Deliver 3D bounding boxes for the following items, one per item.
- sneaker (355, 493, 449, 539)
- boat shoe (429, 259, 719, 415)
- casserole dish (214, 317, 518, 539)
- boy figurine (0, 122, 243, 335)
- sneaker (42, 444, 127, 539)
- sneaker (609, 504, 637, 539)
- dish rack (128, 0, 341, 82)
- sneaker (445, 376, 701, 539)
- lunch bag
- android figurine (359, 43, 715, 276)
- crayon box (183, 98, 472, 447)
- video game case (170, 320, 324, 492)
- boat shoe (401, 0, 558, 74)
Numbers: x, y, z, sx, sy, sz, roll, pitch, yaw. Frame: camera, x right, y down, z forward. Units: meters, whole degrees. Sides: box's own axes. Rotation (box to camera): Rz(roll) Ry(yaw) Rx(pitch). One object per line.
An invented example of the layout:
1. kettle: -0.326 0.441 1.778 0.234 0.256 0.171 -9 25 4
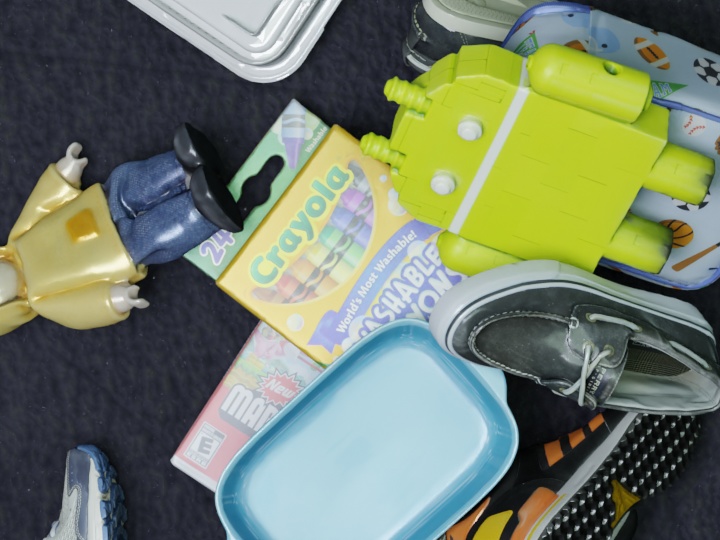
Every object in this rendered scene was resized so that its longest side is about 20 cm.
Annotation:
1. sneaker: 0.012 0.211 1.602 0.077 0.089 0.200 25 81 30
2. boat shoe: 0.137 0.045 1.513 0.199 0.071 0.072 6 127 -28
3. casserole dish: 0.004 0.117 1.548 0.200 0.039 0.121 -42 92 0
4. boy figurine: -0.175 -0.021 1.588 0.199 0.064 0.125 -24 64 12
5. sneaker: -0.195 0.207 1.593 0.085 0.077 0.201 6 89 3
6. sneaker: 0.114 0.232 1.614 0.200 0.076 0.088 -49 120 -8
7. dish rack: -0.071 -0.237 1.591 0.171 0.044 0.200 34 97 7
8. sneaker: 0.132 0.119 1.583 0.200 0.090 0.070 -43 132 -36
9. lunch bag: 0.152 -0.073 1.564 0.199 0.076 0.160 19 133 -10
10. android figurine: 0.100 -0.062 1.503 0.199 0.041 0.182 20 133 -9
11. crayon box: 0.000 0.000 1.591 0.200 0.052 0.126 37 89 0
12. video game case: -0.008 0.077 1.625 0.143 0.017 0.200 33 89 -1
13. boat shoe: 0.125 -0.128 1.615 0.199 0.072 0.068 18 127 -8
